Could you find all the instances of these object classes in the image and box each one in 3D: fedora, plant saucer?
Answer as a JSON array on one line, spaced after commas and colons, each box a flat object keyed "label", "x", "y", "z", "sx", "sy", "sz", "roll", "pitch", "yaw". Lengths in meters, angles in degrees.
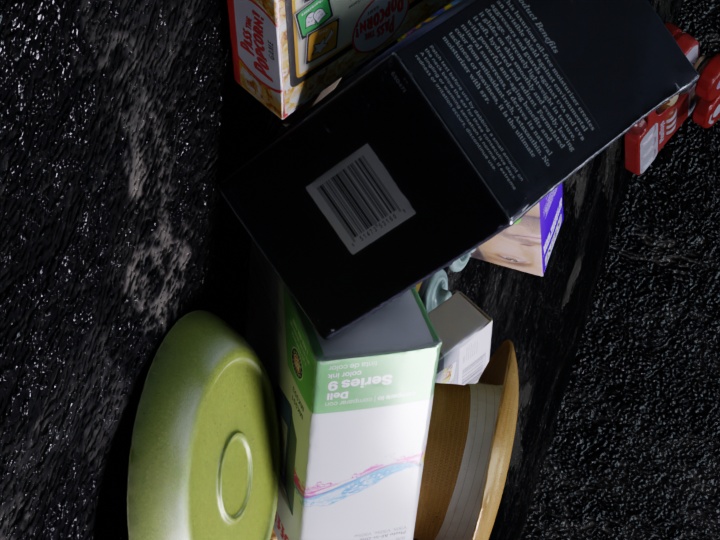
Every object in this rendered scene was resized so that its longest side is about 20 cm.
[{"label": "fedora", "x": 0.051, "y": 0.131, "z": 1.783, "sx": 0.201, "sy": 0.082, "sz": 0.201, "roll": -167, "pitch": -90, "yaw": -86}, {"label": "plant saucer", "x": -0.088, "y": 0.124, "z": 1.567, "sx": 0.200, "sy": 0.031, "sz": 0.200, "roll": 2, "pitch": 90, "yaw": -71}]

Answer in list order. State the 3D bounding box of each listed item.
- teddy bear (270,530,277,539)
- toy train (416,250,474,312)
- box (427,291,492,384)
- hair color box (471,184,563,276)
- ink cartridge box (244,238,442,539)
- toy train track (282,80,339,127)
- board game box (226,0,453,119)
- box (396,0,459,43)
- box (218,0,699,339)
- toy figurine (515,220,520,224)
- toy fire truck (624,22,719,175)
[{"label": "teddy bear", "x": -0.080, "y": 0.234, "z": 1.792, "sx": 0.145, "sy": 0.067, "sz": 0.200, "roll": -10, "pitch": 116, "yaw": -80}, {"label": "toy train", "x": 0.024, "y": -0.004, "z": 1.962, "sx": 0.114, "sy": 0.085, "sz": 0.200, "roll": 69, "pitch": 39, "yaw": -53}, {"label": "box", "x": 0.010, "y": 0.123, "z": 1.916, "sx": 0.200, "sy": 0.041, "sz": 0.156, "roll": -36, "pitch": 152, "yaw": -23}, {"label": "hair color box", "x": 0.113, "y": -0.070, "z": 2.214, "sx": 0.200, "sy": 0.109, "sz": 0.065, "roll": 75, "pitch": 33, "yaw": -68}, {"label": "ink cartridge box", "x": -0.017, "y": 0.080, "z": 1.663, "sx": 0.145, "sy": 0.087, "sz": 0.200, "roll": -115, "pitch": -158, "yaw": -46}, {"label": "toy train track", "x": 0.017, "y": -0.165, "z": 1.664, "sx": 0.115, "sy": 0.033, "sz": 0.200, "roll": 7, "pitch": -120, "yaw": 57}, {"label": "board game box", "x": -0.006, "y": -0.198, "z": 1.428, "sx": 0.151, "sy": 0.046, "sz": 0.200, "roll": -36, "pitch": 149, "yaw": -24}, {"label": "box", "x": 0.109, "y": -0.219, "z": 1.789, "sx": 0.200, "sy": 0.122, "sz": 0.193, "roll": 12, "pitch": 78, "yaw": -72}, {"label": "box", "x": 0.056, "y": -0.083, "z": 1.536, "sx": 0.198, "sy": 0.123, "sz": 0.200, "roll": -36, "pitch": -178, "yaw": -41}, {"label": "toy figurine", "x": 0.000, "y": 0.000, "z": 1.811, "sx": 0.184, "sy": 0.150, "sz": 0.200, "roll": -63, "pitch": -164, "yaw": 10}, {"label": "toy fire truck", "x": 0.421, "y": -0.232, "z": 3.562, "sx": 0.168, "sy": 0.112, "sz": 0.200, "roll": -51, "pitch": 161, "yaw": -16}]
